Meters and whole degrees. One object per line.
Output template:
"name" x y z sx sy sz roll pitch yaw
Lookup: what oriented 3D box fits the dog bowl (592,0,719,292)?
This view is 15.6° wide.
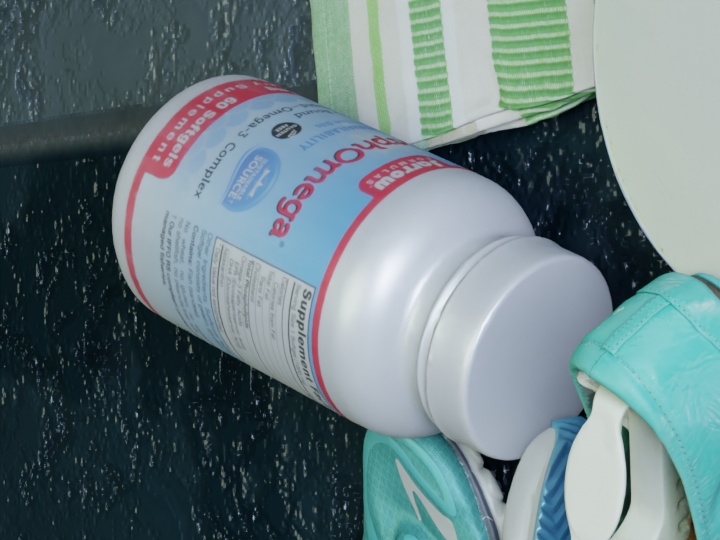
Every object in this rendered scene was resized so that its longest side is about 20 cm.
"dog bowl" 0.168 -0.079 0.854 0.200 0.079 0.201 1 91 53

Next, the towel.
"towel" 0.043 -0.125 1.068 0.200 0.023 0.153 -16 77 53

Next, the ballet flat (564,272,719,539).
"ballet flat" 0.100 0.093 0.888 0.067 0.070 0.201 38 146 49

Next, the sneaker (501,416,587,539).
"sneaker" 0.070 0.155 0.989 0.081 0.076 0.201 2 90 55

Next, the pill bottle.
"pill bottle" 0.000 0.000 1.043 0.200 0.108 0.109 25 110 41

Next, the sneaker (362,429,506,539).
"sneaker" 0.017 0.154 1.053 0.077 0.079 0.201 -1 88 53
